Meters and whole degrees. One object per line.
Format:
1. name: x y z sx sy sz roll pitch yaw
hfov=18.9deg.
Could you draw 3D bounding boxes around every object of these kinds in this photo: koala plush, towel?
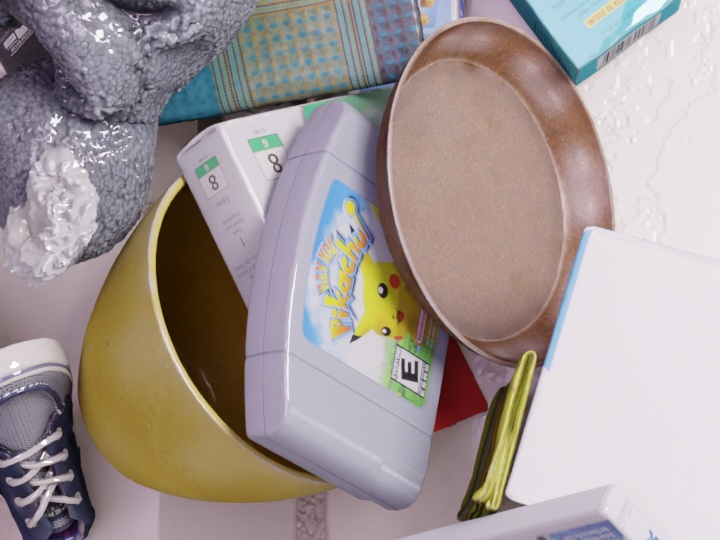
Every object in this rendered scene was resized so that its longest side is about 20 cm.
1. koala plush: -0.156 -0.094 1.206 0.182 0.177 0.202 9 96 0
2. towel: -0.066 -0.168 1.271 0.198 0.022 0.148 -9 96 13
3. towel: 0.074 0.096 1.196 0.018 0.200 0.087 14 81 3

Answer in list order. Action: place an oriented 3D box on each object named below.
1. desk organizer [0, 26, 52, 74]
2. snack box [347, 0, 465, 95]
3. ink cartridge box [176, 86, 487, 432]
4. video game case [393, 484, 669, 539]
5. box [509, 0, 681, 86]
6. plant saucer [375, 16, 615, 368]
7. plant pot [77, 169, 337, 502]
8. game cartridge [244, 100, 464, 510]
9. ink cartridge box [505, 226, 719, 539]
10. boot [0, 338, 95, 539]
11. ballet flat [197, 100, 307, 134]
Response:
1. desk organizer: -0.131 -0.179 1.347 0.200 0.077 0.072 -46 53 15
2. snack box: 0.027 -0.194 1.337 0.071 0.024 0.202 -3 82 15
3. ink cartridge box: 0.000 0.000 1.241 0.050 0.160 0.201 -34 79 39
4. video game case: 0.114 0.193 1.135 0.199 0.182 0.022 -22 30 46
5. box: 0.102 -0.216 1.292 0.082 0.049 0.201 -36 82 -2
6. plant saucer: 0.073 -0.043 1.234 0.034 0.199 0.202 -11 79 43
7. plant pot: -0.085 0.055 1.263 0.142 0.199 0.201 -32 74 38
8. game cartridge: -0.002 0.015 1.189 0.040 0.133 0.202 -14 57 43
9. ink cartridge box: 0.180 0.077 1.170 0.145 0.200 0.148 16 87 15
10. boot: -0.188 0.106 1.268 0.072 0.200 0.091 -23 76 -8
11. ballet flat: -0.051 -0.144 1.313 0.067 0.064 0.201 29 101 7
